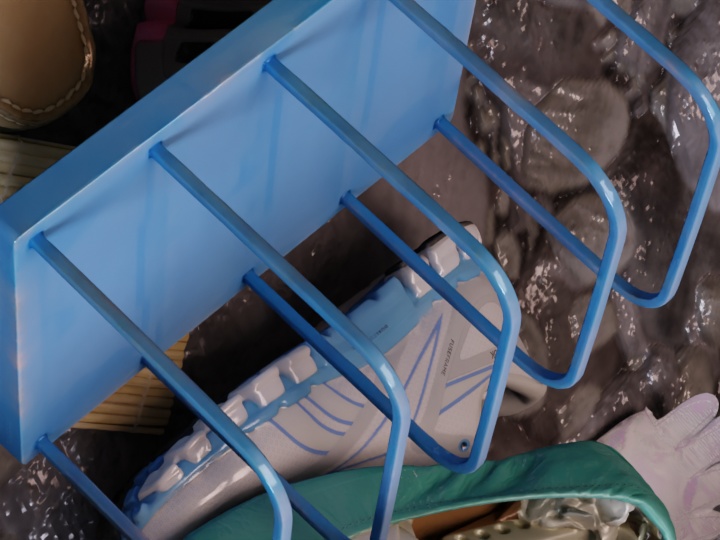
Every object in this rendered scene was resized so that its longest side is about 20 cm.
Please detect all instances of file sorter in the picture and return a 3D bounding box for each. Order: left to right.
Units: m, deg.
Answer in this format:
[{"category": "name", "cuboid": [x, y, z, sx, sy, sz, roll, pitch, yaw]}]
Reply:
[{"category": "file sorter", "cuboid": [0.000, 0.000, 0.912, 0.200, 0.123, 0.139, -40, 161, -24]}]

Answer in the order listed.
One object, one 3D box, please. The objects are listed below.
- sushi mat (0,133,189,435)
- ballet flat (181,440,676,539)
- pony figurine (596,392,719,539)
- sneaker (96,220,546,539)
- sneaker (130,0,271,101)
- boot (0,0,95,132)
[{"category": "sushi mat", "cuboid": [-0.122, 0.002, 0.934, 0.199, 0.012, 0.096, 8, 107, -47]}, {"category": "ballet flat", "cuboid": [0.027, 0.099, 0.980, 0.199, 0.070, 0.068, -10, 119, -34]}, {"category": "pony figurine", "cuboid": [0.116, 0.155, 1.150, 0.192, 0.166, 0.201, -21, 128, -35]}, {"category": "sneaker", "cuboid": [-0.004, 0.062, 1.020, 0.200, 0.075, 0.087, -36, 91, -35]}, {"category": "sneaker", "cuboid": [0.001, -0.096, 1.027, 0.200, 0.079, 0.096, -47, 139, -29]}, {"category": "boot", "cuboid": [-0.097, -0.118, 0.848, 0.072, 0.154, 0.201, -44, 126, -30]}]
